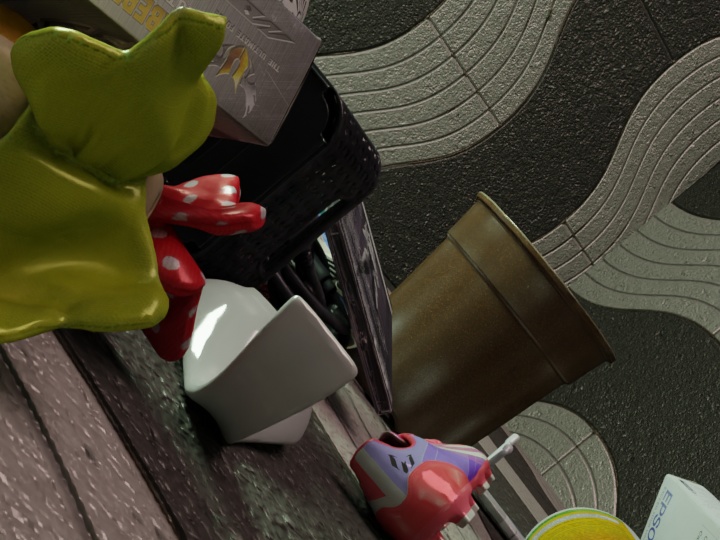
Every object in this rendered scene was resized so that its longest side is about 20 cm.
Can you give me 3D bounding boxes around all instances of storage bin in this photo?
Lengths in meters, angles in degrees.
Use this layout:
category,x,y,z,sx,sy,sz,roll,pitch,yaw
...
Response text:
category,x,y,z,sx,sy,sz,roll,pitch,yaw
storage bin,-0.097,-0.101,0.722,0.200,0.135,0.094,52,3,22

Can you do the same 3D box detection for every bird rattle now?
category,x,y,z,sx,sy,sz,roll,pitch,yaw
bird rattle,-0.106,-0.050,0.401,0.162,0.113,0.200,34,1,-4

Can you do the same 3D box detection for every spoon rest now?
category,x,y,z,sx,sy,sz,roll,pitch,yaw
spoon rest,-0.053,0.045,0.556,0.100,0.060,0.200,52,-11,-4

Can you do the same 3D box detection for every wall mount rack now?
category,x,y,z,sx,sy,sz,roll,pitch,yaw
wall mount rack,0.179,0.250,1.297,0.201,0.074,0.174,53,3,10

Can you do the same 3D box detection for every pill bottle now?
category,x,y,z,sx,sy,sz,roll,pitch,yaw
pill bottle,0.176,0.250,0.879,0.111,0.111,0.200,51,3,1

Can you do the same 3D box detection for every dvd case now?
category,x,y,z,sx,sy,sz,roll,pitch,yaw
dvd case,0.000,0.000,0.916,0.200,0.016,0.150,-85,160,-70

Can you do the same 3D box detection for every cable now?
category,x,y,z,sx,sy,sz,roll,pitch,yaw
cable,-0.053,-0.029,0.862,0.163,0.050,0.202,-122,-166,-79

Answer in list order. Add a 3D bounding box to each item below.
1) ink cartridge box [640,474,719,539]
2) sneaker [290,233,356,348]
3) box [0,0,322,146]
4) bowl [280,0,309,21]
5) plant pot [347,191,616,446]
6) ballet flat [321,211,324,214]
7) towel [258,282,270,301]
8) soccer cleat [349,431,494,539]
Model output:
category,x,y,z,sx,sy,sz,roll,pitch,yaw
ink cartridge box,0.254,0.286,0.932,0.040,0.201,0.200,18,7,-10
sneaker,-0.053,-0.012,1.074,0.201,0.078,0.089,60,-2,13
box,-0.132,-0.122,0.430,0.158,0.049,0.200,16,-16,47
bowl,-0.126,-0.167,0.865,0.201,0.199,0.095,47,24,-52
plant pot,0.100,0.068,1.117,0.201,0.198,0.200,50,2,-3
ballet flat,-0.030,0.009,1.175,0.201,0.068,0.068,60,41,-29
towel,-0.106,-0.032,0.890,0.145,0.022,0.200,52,2,12
soccer cleat,0.038,0.128,0.757,0.077,0.067,0.200,47,5,6
